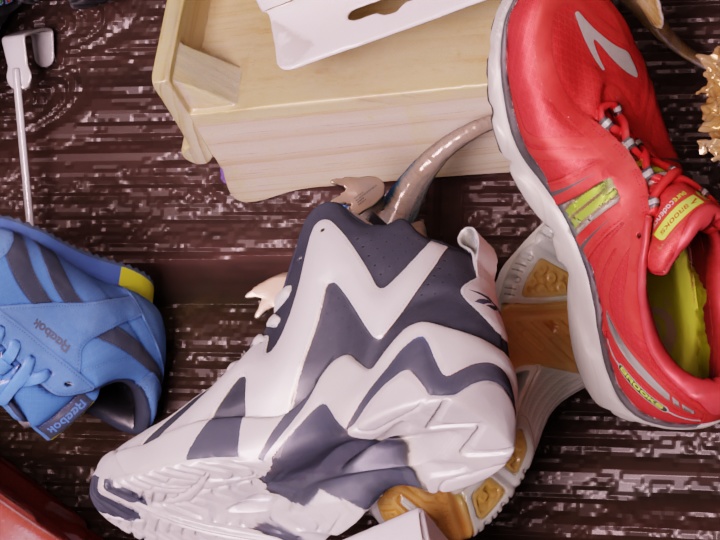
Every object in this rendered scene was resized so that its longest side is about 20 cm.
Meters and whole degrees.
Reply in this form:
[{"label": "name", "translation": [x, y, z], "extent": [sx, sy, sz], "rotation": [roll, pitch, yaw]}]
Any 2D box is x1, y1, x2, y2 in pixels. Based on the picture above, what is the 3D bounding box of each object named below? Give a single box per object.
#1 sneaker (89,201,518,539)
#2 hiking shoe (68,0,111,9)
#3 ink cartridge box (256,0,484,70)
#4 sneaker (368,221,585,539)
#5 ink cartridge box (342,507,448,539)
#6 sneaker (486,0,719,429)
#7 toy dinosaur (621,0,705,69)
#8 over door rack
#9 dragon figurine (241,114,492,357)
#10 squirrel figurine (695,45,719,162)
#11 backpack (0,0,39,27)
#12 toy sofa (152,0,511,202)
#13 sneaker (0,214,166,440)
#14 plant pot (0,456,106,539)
[{"label": "sneaker", "translation": [-0.021, 0.038, 0.935], "extent": [0.199, 0.079, 0.130], "rotation": [-25, 40, 34]}, {"label": "hiking shoe", "translation": [-0.132, -0.207, 1.037], "extent": [0.075, 0.200, 0.101], "rotation": [-24, 70, -21]}, {"label": "ink cartridge box", "translation": [-0.009, -0.194, 1.005], "extent": [0.116, 0.068, 0.201], "rotation": [-20, 50, 8]}, {"label": "sneaker", "translation": [0.066, 0.032, 0.993], "extent": [0.200, 0.088, 0.076], "rotation": [-44, 103, -14]}, {"label": "ink cartridge box", "translation": [-0.024, 0.202, 0.955], "extent": [0.199, 0.145, 0.085], "rotation": [-24, 45, 14]}, {"label": "sneaker", "translation": [0.117, -0.031, 0.921], "extent": [0.077, 0.085, 0.201], "rotation": [-25, 99, -25]}, {"label": "toy dinosaur", "translation": [0.106, -0.138, 0.940], "extent": [0.058, 0.200, 0.101], "rotation": [-29, 64, 3]}, {"label": "over door rack", "translation": [-0.228, -0.020, 1.107], "extent": [0.147, 0.067, 0.201], "rotation": [-5, 81, 18]}, {"label": "dragon figurine", "translation": [0.000, 0.000, 1.021], "extent": [0.059, 0.099, 0.200], "rotation": [37, 86, 6]}, {"label": "squirrel figurine", "translation": [0.232, -0.097, 0.893], "extent": [0.200, 0.141, 0.187], "rotation": [-41, 38, 27]}, {"label": "backpack", "translation": [-0.263, -0.132, 1.022], "extent": [0.134, 0.200, 0.183], "rotation": [25, 79, 27]}, {"label": "toy sofa", "translation": [0.012, -0.099, 1.035], "extent": [0.199, 0.098, 0.083], "rotation": [-5, 56, 19]}, {"label": "sneaker", "translation": [-0.153, 0.028, 1.002], "extent": [0.066, 0.200, 0.079], "rotation": [-19, 67, 27]}, {"label": "plant pot", "translation": [-0.214, 0.176, 1.017], "extent": [0.200, 0.201, 0.196], "rotation": [35, 87, 20]}]
